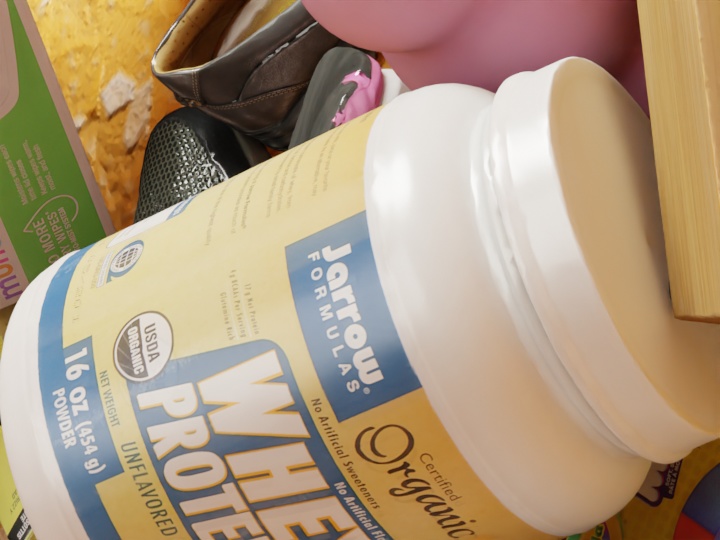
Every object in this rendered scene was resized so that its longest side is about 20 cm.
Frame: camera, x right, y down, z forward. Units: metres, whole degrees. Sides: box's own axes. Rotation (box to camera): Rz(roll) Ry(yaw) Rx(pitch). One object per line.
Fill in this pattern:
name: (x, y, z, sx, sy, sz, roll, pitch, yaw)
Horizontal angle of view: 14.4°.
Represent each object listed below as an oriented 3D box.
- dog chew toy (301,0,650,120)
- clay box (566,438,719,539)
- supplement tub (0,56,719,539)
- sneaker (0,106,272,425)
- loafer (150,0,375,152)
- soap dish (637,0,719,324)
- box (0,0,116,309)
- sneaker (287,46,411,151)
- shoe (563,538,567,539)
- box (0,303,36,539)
dog chew toy: (0.058, -0.097, 0.934, 0.124, 0.199, 0.125, -16, 70, 48)
clay box: (0.134, 0.093, 0.914, 0.200, 0.047, 0.115, 33, 106, 48)
supplement tub: (0.004, 0.029, 0.888, 0.199, 0.145, 0.145, -25, 61, 24)
sneaker: (-0.086, 0.016, 1.143, 0.076, 0.114, 0.200, -20, 61, 44)
loafer: (-0.008, -0.135, 1.121, 0.200, 0.072, 0.073, -58, 43, 20)
soap dish: (0.157, -0.068, 0.857, 0.081, 0.157, 0.201, 141, 129, -57)
box: (-0.193, -0.108, 1.179, 0.096, 0.200, 0.177, -25, 47, -8)
sneaker: (0.002, 0.027, 1.027, 0.080, 0.086, 0.201, -111, 38, -69)
shoe: (0.043, 0.079, 1.014, 0.201, 0.070, 0.053, -63, 21, 23)
box: (-0.142, 0.040, 1.231, 0.050, 0.075, 0.200, -54, 46, 26)
